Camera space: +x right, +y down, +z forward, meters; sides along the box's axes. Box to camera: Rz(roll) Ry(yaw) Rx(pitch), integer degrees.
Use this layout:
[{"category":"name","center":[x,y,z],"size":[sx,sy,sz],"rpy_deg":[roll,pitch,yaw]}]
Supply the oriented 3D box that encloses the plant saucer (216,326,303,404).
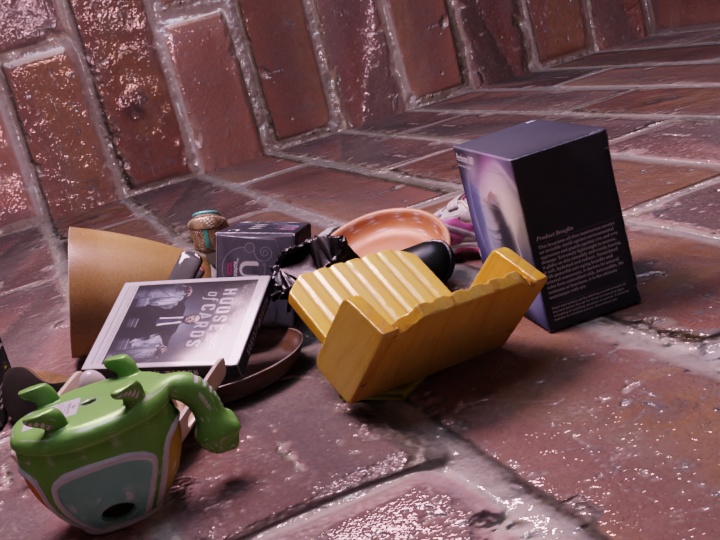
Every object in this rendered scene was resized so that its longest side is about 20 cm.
[{"category":"plant saucer","center":[-0.161,0.119,1.234],"size":[0.199,0.032,0.200],"rpy_deg":[-15,15,4]}]

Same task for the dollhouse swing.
[{"category":"dollhouse swing","center":[0.043,0.013,1.063],"size":[0.199,0.176,0.182],"rpy_deg":[-16,-29,-28]}]

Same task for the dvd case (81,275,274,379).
[{"category":"dvd case","center":[-0.213,0.067,1.216],"size":[0.199,0.025,0.151],"rpy_deg":[-4,41,17]}]

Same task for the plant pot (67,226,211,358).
[{"category":"plant pot","center":[-0.319,0.031,1.495],"size":[0.199,0.188,0.186],"rpy_deg":[0,11,-14]}]

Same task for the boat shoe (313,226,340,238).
[{"category":"boat shoe","center":[-0.080,-0.016,1.572],"size":[0.063,0.071,0.200],"rpy_deg":[1,21,25]}]

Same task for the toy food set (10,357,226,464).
[{"category":"toy food set","center":[-0.254,0.148,1.094],"size":[0.199,0.061,0.144],"rpy_deg":[-9,29,25]}]

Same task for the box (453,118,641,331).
[{"category":"box","center":[0.209,-0.060,1.189],"size":[0.123,0.200,0.200],"rpy_deg":[-17,14,-9]}]

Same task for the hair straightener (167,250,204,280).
[{"category":"hair straightener","center":[-0.271,0.054,1.382],"size":[0.041,0.077,0.201],"rpy_deg":[27,64,9]}]

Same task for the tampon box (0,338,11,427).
[{"category":"tampon box","center":[-0.543,0.108,1.329],"size":[0.125,0.201,0.150],"rpy_deg":[-17,13,-6]}]

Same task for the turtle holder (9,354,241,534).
[{"category":"turtle holder","center":[-0.220,0.156,0.948],"size":[0.185,0.133,0.141],"rpy_deg":[-25,16,-36]}]

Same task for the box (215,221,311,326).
[{"category":"box","center":[-0.127,0.000,1.376],"size":[0.105,0.123,0.200],"rpy_deg":[1,6,3]}]

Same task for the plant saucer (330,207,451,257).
[{"category":"plant saucer","center":[0.029,-0.009,1.396],"size":[0.199,0.038,0.201],"rpy_deg":[-13,38,10]}]

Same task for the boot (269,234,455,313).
[{"category":"boot","center":[0.000,-0.001,1.234],"size":[0.197,0.074,0.162],"rpy_deg":[-27,-31,16]}]

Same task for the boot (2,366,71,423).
[{"category":"boot","center":[-0.371,0.157,1.271],"size":[0.199,0.074,0.075],"rpy_deg":[3,4,40]}]

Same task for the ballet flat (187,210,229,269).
[{"category":"ballet flat","center":[-0.205,-0.034,1.464],"size":[0.070,0.066,0.200],"rpy_deg":[-8,-8,5]}]

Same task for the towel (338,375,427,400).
[{"category":"towel","center":[0.059,0.092,1.135],"size":[0.086,0.018,0.200],"rpy_deg":[-6,17,34]}]

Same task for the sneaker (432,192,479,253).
[{"category":"sneaker","center":[0.149,-0.072,1.476],"size":[0.199,0.089,0.081],"rpy_deg":[4,22,30]}]
